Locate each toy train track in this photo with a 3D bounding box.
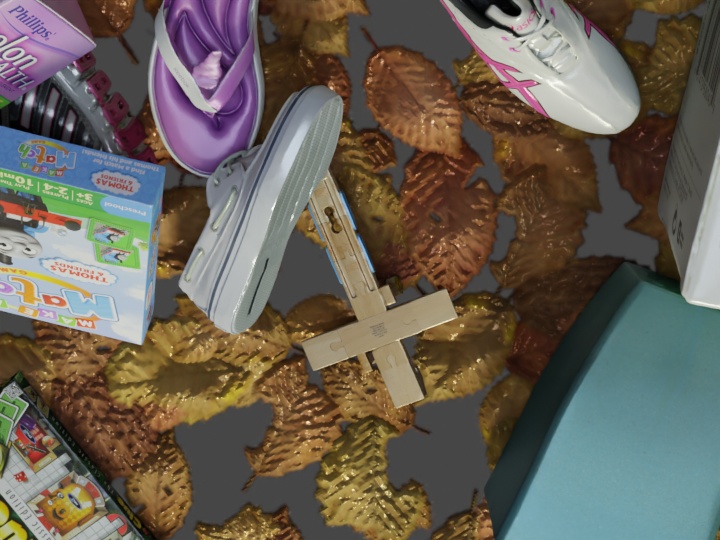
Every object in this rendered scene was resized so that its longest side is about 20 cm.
[{"bbox_3d":[0.000,0.000,1.406,0.115,0.033,0.200,-20,98,16],"label":"toy train track"}]

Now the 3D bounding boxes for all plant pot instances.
[{"bbox_3d":[0.193,0.106,1.371,0.141,0.141,0.200,22,99,-3],"label":"plant pot"}]

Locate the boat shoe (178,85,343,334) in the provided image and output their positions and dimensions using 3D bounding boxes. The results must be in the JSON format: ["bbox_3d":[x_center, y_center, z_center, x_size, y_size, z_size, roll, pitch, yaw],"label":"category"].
[{"bbox_3d":[-0.078,-0.049,1.361,0.067,0.074,0.200,33,116,16],"label":"boat shoe"}]

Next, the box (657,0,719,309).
[{"bbox_3d":[0.301,-0.083,1.274,0.171,0.199,0.200,10,108,0],"label":"box"}]

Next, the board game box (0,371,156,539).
[{"bbox_3d":[-0.234,0.183,1.476,0.105,0.023,0.200,-35,101,14],"label":"board game box"}]

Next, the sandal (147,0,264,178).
[{"bbox_3d":[-0.106,-0.160,1.353,0.082,0.050,0.203,5,107,2],"label":"sandal"}]

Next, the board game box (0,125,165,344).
[{"bbox_3d":[-0.213,-0.024,1.342,0.151,0.037,0.200,14,151,-1],"label":"board game box"}]

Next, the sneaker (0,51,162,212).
[{"bbox_3d":[-0.213,-0.104,1.365,0.087,0.074,0.200,-31,97,11],"label":"sneaker"}]

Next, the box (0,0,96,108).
[{"bbox_3d":[-0.303,-0.180,1.293,0.200,0.097,0.176,-32,65,12],"label":"box"}]

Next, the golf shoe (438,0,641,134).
[{"bbox_3d":[0.109,-0.158,1.320,0.200,0.092,0.073,41,103,-10],"label":"golf shoe"}]
